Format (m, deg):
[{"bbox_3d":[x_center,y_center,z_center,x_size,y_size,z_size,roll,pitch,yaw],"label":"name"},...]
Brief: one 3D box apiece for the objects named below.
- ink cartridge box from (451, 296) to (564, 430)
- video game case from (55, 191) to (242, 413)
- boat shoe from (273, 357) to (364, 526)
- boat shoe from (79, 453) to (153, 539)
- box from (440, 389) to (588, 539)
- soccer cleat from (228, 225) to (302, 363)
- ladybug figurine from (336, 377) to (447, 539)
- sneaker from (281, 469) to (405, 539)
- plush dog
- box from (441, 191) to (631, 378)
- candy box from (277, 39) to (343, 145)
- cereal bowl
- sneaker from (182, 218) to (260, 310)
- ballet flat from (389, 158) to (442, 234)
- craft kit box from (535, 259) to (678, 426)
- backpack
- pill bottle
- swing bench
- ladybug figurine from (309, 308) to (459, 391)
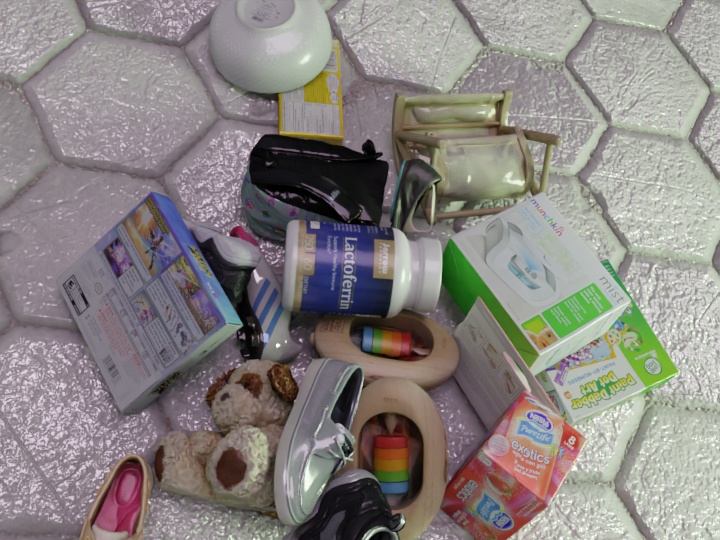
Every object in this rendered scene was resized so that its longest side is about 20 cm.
[{"bbox_3d":[0.192,0.145,1.109,0.044,0.177,0.202,-23,69,-25],"label":"ink cartridge box"},{"bbox_3d":[-0.263,0.039,1.070,0.181,0.045,0.201,-38,71,15],"label":"video game case"},{"bbox_3d":[-0.040,0.183,0.961,0.070,0.070,0.203,-4,49,24],"label":"boat shoe"},{"bbox_3d":[-0.281,0.298,0.965,0.072,0.069,0.203,12,59,-7],"label":"boat shoe"},{"bbox_3d":[0.175,0.242,1.036,0.094,0.201,0.103,37,58,11],"label":"box"},{"bbox_3d":[-0.130,0.034,1.163,0.085,0.070,0.203,4,59,-33],"label":"soccer cleat"},{"bbox_3d":[0.038,0.229,1.047,0.133,0.072,0.204,4,90,6],"label":"ladybug figurine"},{"bbox_3d":[-0.031,0.319,0.933,0.075,0.114,0.201,40,84,-32],"label":"sneaker"},{"bbox_3d":[-0.128,0.189,1.027,0.159,0.198,0.175,29,62,-36],"label":"plush dog"},{"bbox_3d":[0.231,0.023,1.187,0.174,0.097,0.201,-24,66,-24],"label":"box"},{"bbox_3d":[-0.080,-0.286,1.371,0.100,0.027,0.203,2,61,-9],"label":"candy box"},{"bbox_3d":[-0.142,-0.379,1.353,0.196,0.084,0.203,1,60,-1],"label":"cereal bowl"},{"bbox_3d":[-0.211,-0.001,1.132,0.075,0.199,0.116,12,97,-43],"label":"sneaker"},{"bbox_3d":[0.060,-0.051,1.191,0.067,0.203,0.068,21,14,8],"label":"ballet flat"},{"bbox_3d":[0.324,0.102,1.247,0.197,0.049,0.200,-19,70,-23],"label":"craft kit box"},{"bbox_3d":[-0.068,-0.105,1.215,0.196,0.128,0.169,13,47,-6],"label":"backpack"},{"bbox_3d":[0.000,0.000,1.112,0.196,0.116,0.118,4,60,-6],"label":"pill bottle"},{"bbox_3d":[0.165,-0.177,1.304,0.195,0.132,0.201,-5,32,-15],"label":"swing bench"},{"bbox_3d":[0.029,0.109,1.140,0.196,0.073,0.137,12,41,0],"label":"ladybug figurine"}]
